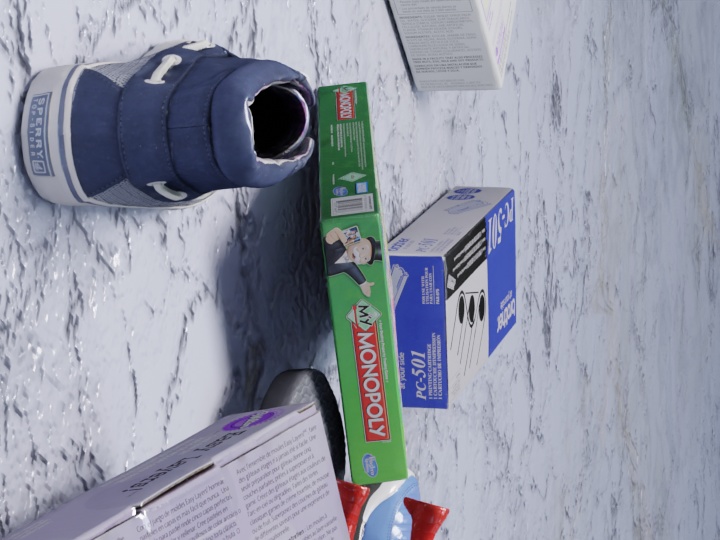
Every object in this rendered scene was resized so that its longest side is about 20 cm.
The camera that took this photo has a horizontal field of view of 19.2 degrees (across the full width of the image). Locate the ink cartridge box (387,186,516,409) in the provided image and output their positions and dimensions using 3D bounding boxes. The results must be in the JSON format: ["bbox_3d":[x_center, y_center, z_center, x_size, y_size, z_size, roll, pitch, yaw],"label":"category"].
[{"bbox_3d":[0.056,0.013,1.316,0.200,0.044,0.094,-40,130,-70],"label":"ink cartridge box"}]

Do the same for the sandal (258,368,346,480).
[{"bbox_3d":[-0.044,0.143,0.990,0.076,0.043,0.201,-21,118,-65],"label":"sandal"}]

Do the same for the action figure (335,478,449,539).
[{"bbox_3d":[-0.016,0.189,0.889,0.052,0.065,0.200,4,-103,65],"label":"action figure"}]

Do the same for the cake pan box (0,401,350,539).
[{"bbox_3d":[-0.058,0.162,0.768,0.200,0.052,0.185,-28,109,-55],"label":"cake pan box"}]

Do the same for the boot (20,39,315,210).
[{"bbox_3d":[-0.053,-0.056,0.851,0.200,0.090,0.073,-32,121,-71],"label":"boot"}]

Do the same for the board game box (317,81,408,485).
[{"bbox_3d":[0.000,0.000,1.055,0.200,0.029,0.135,-93,176,-67],"label":"board game box"}]

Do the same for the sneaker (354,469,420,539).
[{"bbox_3d":[0.024,0.205,1.146,0.076,0.077,0.200,40,51,-68],"label":"sneaker"}]

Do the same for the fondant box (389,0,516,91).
[{"bbox_3d":[0.050,-0.225,1.274,0.200,0.058,0.145,71,25,-51],"label":"fondant box"}]
